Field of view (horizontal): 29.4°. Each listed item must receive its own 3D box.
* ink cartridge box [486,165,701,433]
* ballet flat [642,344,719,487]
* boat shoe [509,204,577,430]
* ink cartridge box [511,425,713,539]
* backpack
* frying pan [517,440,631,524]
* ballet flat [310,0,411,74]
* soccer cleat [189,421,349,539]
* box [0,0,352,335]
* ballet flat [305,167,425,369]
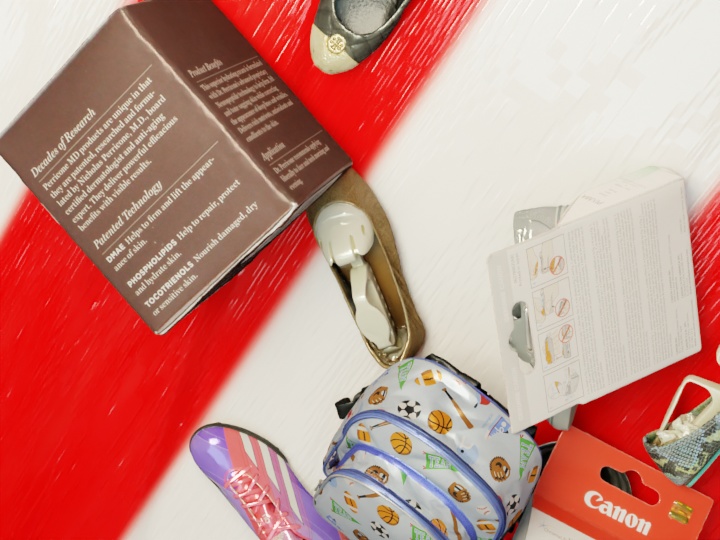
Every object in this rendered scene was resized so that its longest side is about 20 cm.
[{"bbox_3d":[0.184,0.022,1.117,0.199,0.050,0.162,-20,114,-21],"label":"ink cartridge box"},{"bbox_3d":[0.317,0.103,1.179,0.074,0.074,0.200,35,111,-7],"label":"ballet flat"},{"bbox_3d":[0.157,0.040,1.180,0.071,0.070,0.202,4,110,18],"label":"boat shoe"},{"bbox_3d":[0.210,0.258,1.190,0.159,0.047,0.201,27,81,-6],"label":"ink cartridge box"},{"bbox_3d":[0.057,0.168,1.161,0.199,0.154,0.191,31,143,4],"label":"backpack"},{"bbox_3d":[0.186,0.236,1.272,0.114,0.031,0.191,11,117,6],"label":"frying pan"},{"bbox_3d":[0.021,-0.237,1.081,0.066,0.057,0.200,36,113,-7],"label":"ballet flat"},{"bbox_3d":[-0.083,0.222,1.283,0.068,0.073,0.200,-41,102,21],"label":"soccer cleat"},{"bbox_3d":[-0.143,-0.092,1.093,0.164,0.166,0.200,-41,91,23],"label":"box"},{"bbox_3d":[0.000,0.000,1.177,0.067,0.072,0.201,-16,110,16],"label":"ballet flat"}]
